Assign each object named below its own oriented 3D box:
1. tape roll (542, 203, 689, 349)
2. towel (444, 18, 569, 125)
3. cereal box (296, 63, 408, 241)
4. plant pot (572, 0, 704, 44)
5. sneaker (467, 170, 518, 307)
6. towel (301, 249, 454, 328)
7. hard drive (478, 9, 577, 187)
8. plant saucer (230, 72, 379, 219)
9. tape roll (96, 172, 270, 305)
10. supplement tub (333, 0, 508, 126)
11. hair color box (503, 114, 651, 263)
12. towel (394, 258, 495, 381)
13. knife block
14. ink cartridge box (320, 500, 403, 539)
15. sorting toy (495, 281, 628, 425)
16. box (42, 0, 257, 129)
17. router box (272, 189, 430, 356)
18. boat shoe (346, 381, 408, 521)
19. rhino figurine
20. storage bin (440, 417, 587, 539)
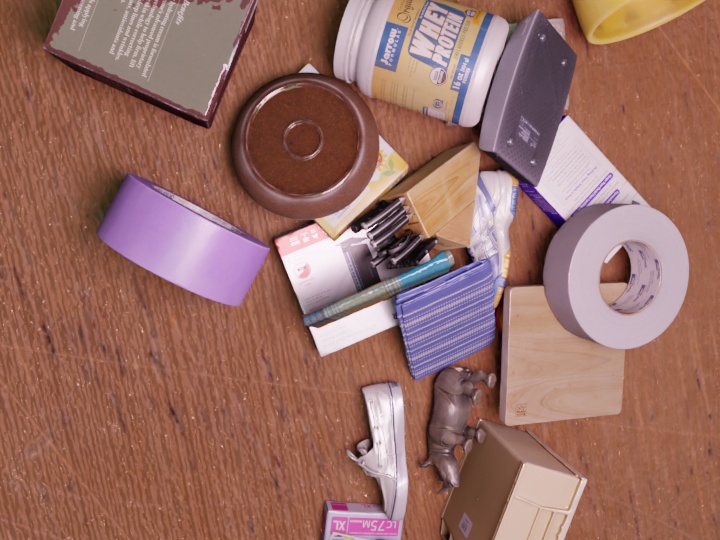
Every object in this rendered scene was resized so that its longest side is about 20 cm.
[{"bbox_3d":[0.360,0.006,1.040,0.199,0.066,0.201,-2,97,-18],"label":"tape roll"},{"bbox_3d":[0.203,-0.285,1.063,0.199,0.034,0.133,-8,101,-8],"label":"towel"},{"bbox_3d":[-0.053,-0.160,1.003,0.144,0.040,0.200,-43,84,-3],"label":"cereal box"},{"bbox_3d":[0.371,-0.441,1.001,0.200,0.201,0.190,-19,86,-7],"label":"plant pot"},{"bbox_3d":[0.177,-0.046,1.079,0.088,0.075,0.201,5,94,6],"label":"sneaker"},{"bbox_3d":[0.024,0.027,0.957,0.199,0.147,0.022,-23,83,0],"label":"towel"},{"bbox_3d":[0.225,-0.229,0.997,0.135,0.042,0.201,25,81,-45],"label":"hard drive"},{"bbox_3d":[-0.075,-0.168,0.968,0.199,0.034,0.201,0,85,2],"label":"plant saucer"},{"bbox_3d":[-0.221,-0.039,0.933,0.199,0.200,0.085,29,91,-12],"label":"tape roll"},{"bbox_3d":[0.078,-0.282,0.964,0.199,0.145,0.145,18,94,7],"label":"supplement tub"},{"bbox_3d":[0.322,-0.118,1.091,0.200,0.065,0.109,44,88,-11],"label":"hair color box"},{"bbox_3d":[0.123,0.072,1.044,0.144,0.024,0.200,-24,141,-7],"label":"towel"},{"bbox_3d":[0.071,-0.095,0.990,0.175,0.064,0.201,16,77,-35],"label":"knife block"},{"bbox_3d":[-0.006,0.453,1.117,0.119,0.042,0.201,6,98,-11],"label":"ink cartridge box"},{"bbox_3d":[0.290,0.116,1.101,0.199,0.070,0.200,-2,97,-19],"label":"sorting toy"},{"bbox_3d":[-0.250,-0.293,0.913,0.199,0.164,0.167,23,92,-12],"label":"box"},{"bbox_3d":[0.000,0.000,1.054,0.199,0.049,0.180,-23,100,-7],"label":"router box"},{"bbox_3d":[0.021,0.266,1.079,0.086,0.075,0.203,-3,93,-8],"label":"boat shoe"},{"bbox_3d":[0.136,0.237,1.096,0.060,0.087,0.201,3,100,-48],"label":"rhino figurine"},{"bbox_3d":[0.206,0.340,1.057,0.093,0.200,0.199,19,93,-11],"label":"storage bin"}]
